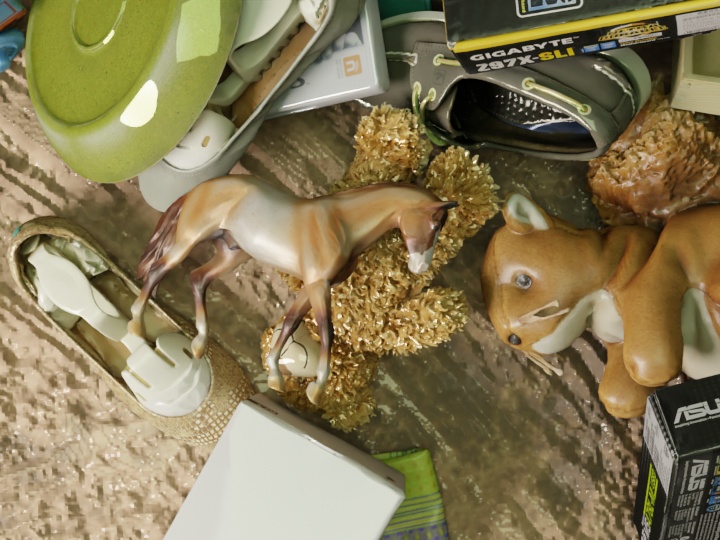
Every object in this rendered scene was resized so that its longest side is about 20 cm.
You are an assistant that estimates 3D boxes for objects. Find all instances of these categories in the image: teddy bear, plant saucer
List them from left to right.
[{"bbox_3d":[-0.145,-0.153,0.741,0.200,0.031,0.200,-12,72,41],"label":"plant saucer"},{"bbox_3d":[0.000,0.000,0.747,0.200,0.067,0.145,-42,86,19],"label":"teddy bear"}]

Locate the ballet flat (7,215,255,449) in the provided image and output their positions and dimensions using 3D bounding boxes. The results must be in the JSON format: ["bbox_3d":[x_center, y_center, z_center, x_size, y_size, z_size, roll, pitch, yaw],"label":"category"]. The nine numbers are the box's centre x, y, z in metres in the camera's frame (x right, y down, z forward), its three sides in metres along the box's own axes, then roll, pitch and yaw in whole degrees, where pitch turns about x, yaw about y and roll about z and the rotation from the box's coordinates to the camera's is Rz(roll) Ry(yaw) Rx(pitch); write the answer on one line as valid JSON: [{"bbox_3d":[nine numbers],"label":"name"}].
[{"bbox_3d":[-0.147,0.043,0.778,0.200,0.065,0.071,39,91,3],"label":"ballet flat"}]

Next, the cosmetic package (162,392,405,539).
[{"bbox_3d":[-0.067,0.185,0.741,0.113,0.081,0.200,31,88,4],"label":"cosmetic package"}]

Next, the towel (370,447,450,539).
[{"bbox_3d":[-0.004,0.220,0.787,0.144,0.023,0.200,-10,87,2],"label":"towel"}]

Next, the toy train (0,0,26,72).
[{"bbox_3d":[-0.296,-0.136,0.766,0.200,0.114,0.087,-35,86,-1],"label":"toy train"}]

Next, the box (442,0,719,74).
[{"bbox_3d":[0.117,-0.214,0.652,0.160,0.049,0.200,-8,78,17],"label":"box"}]

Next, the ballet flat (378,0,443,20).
[{"bbox_3d":[0.061,-0.179,0.784,0.200,0.068,0.072,29,71,12],"label":"ballet flat"}]

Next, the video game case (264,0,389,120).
[{"bbox_3d":[-0.081,-0.191,0.777,0.182,0.023,0.200,-10,86,23],"label":"video game case"}]

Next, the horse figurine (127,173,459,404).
[{"bbox_3d":[-0.056,-0.006,0.714,0.200,0.050,0.133,16,83,33],"label":"horse figurine"}]

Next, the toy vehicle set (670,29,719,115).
[{"bbox_3d":[0.254,-0.173,0.753,0.124,0.027,0.200,10,59,2],"label":"toy vehicle set"}]

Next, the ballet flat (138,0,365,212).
[{"bbox_3d":[-0.078,-0.114,0.731,0.200,0.064,0.067,-46,76,18],"label":"ballet flat"}]

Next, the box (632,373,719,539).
[{"bbox_3d":[0.256,0.103,0.702,0.193,0.200,0.048,-16,58,0],"label":"box"}]

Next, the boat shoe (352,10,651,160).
[{"bbox_3d":[0.067,-0.106,0.741,0.202,0.072,0.060,11,52,32],"label":"boat shoe"}]

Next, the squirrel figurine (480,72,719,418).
[{"bbox_3d":[0.173,-0.010,0.755,0.187,0.142,0.200,13,69,15],"label":"squirrel figurine"}]
